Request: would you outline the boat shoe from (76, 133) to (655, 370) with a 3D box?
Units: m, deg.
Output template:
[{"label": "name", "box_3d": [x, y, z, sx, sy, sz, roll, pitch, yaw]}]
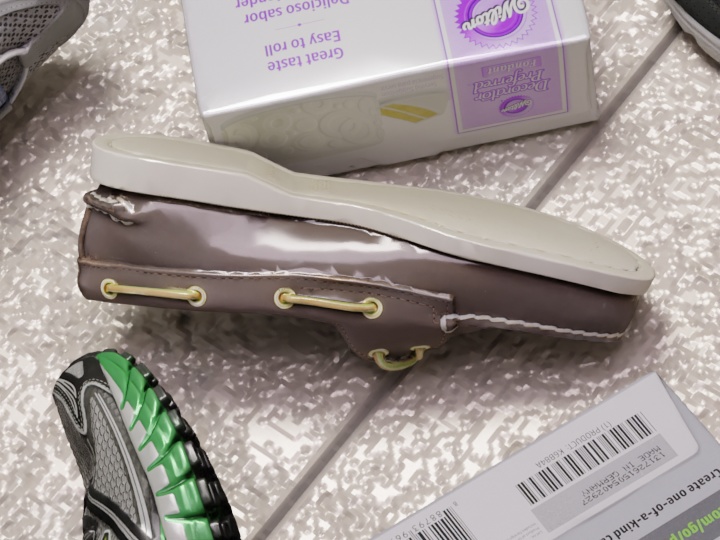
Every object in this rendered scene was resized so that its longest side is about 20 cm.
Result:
[{"label": "boat shoe", "box_3d": [0.000, 0.000, 0.799, 0.200, 0.072, 0.060, 11, 102, 1]}]

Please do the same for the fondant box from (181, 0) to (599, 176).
[{"label": "fondant box", "box_3d": [0.001, -0.137, 0.882, 0.144, 0.058, 0.200, -11, 60, 1]}]

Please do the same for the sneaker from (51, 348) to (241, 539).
[{"label": "sneaker", "box_3d": [-0.075, 0.115, 0.732, 0.085, 0.078, 0.200, -15, 59, 0]}]

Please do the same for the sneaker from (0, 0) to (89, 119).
[{"label": "sneaker", "box_3d": [-0.168, -0.037, 0.847, 0.200, 0.075, 0.082, -44, 69, -4]}]

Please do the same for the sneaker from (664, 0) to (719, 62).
[{"label": "sneaker", "box_3d": [0.195, -0.100, 0.816, 0.200, 0.085, 0.075, 26, 66, 21]}]

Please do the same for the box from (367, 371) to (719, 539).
[{"label": "box", "box_3d": [0.089, 0.145, 0.702, 0.156, 0.041, 0.200, -29, 59, -18]}]
